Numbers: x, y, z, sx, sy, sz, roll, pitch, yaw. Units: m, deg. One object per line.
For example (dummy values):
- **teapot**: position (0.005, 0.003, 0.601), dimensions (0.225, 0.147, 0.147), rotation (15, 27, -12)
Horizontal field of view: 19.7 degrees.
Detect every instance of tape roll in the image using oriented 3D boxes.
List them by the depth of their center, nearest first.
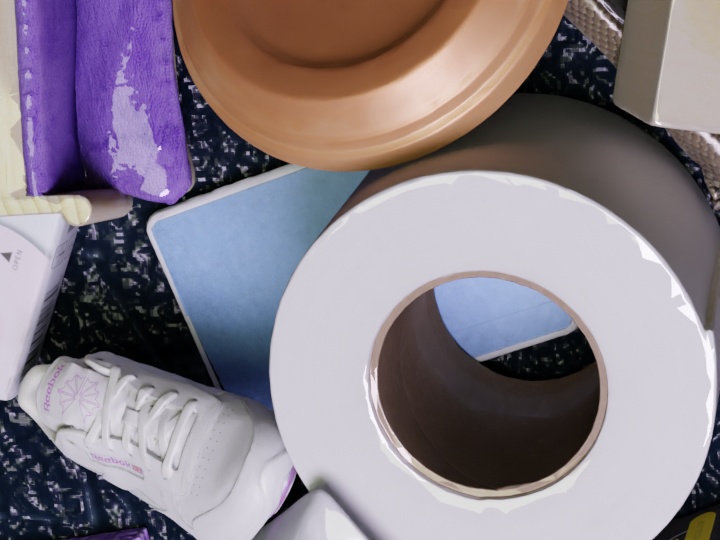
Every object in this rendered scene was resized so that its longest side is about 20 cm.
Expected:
- **tape roll**: position (0.070, 0.030, 0.969), dimensions (0.202, 0.139, 0.203), rotation (4, 109, 12)

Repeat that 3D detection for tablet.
- **tablet**: position (0.000, 0.000, 1.058), dimensions (0.200, 0.014, 0.130), rotation (-19, 103, 18)

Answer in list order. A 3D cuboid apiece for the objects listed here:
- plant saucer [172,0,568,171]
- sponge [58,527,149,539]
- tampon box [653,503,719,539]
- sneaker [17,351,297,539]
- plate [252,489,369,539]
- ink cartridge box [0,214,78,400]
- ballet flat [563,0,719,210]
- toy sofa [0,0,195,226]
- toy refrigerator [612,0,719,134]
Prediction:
- **plant saucer**: position (-0.001, -0.145, 0.936), dimensions (0.200, 0.037, 0.201), rotation (-7, 73, 23)
- **sponge**: position (-0.200, 0.213, 1.175), dimensions (0.200, 0.030, 0.112), rotation (-10, 106, 17)
- **tampon box**: position (0.177, 0.240, 1.023), dimensions (0.126, 0.150, 0.200), rotation (-24, 102, 22)
- **sneaker**: position (-0.104, 0.085, 1.017), dimensions (0.100, 0.200, 0.075), rotation (26, 80, -32)
- **plate**: position (0.007, 0.207, 1.004), dimensions (0.200, 0.032, 0.200), rotation (49, 155, 0)
- **ink cartridge box**: position (-0.246, -0.042, 1.087), dimensions (0.200, 0.057, 0.163), rotation (20, 113, 1)
- **ballet flat**: position (0.132, -0.097, 0.967), dimensions (0.200, 0.067, 0.046), rotation (44, 123, -9)
- **toy sofa**: position (-0.138, -0.122, 0.984), dimensions (0.097, 0.083, 0.201), rotation (-2, 94, 8)
- **toy refrigerator**: position (0.219, -0.090, 0.902), dimensions (0.200, 0.076, 0.070), rotation (7, 101, -7)
